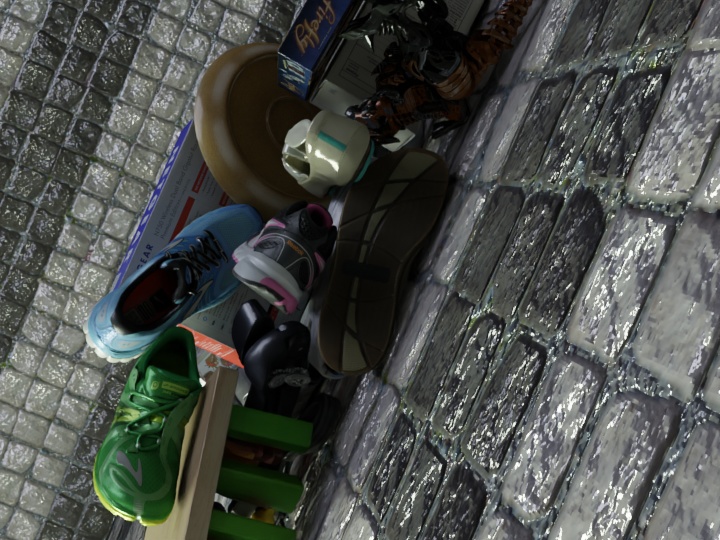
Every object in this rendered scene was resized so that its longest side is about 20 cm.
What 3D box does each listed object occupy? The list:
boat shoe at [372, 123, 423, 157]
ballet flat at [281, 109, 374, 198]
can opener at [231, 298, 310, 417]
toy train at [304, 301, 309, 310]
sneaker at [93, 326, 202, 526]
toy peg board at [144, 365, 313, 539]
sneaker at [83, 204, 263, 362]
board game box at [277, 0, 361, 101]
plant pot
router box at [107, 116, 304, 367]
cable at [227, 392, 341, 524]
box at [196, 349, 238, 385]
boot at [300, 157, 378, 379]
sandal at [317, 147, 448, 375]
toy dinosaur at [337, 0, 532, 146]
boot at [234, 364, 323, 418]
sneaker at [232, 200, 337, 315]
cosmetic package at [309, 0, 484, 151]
[{"bbox_3d":[0.031,-0.152,1.248,0.069,0.056,0.201,124,165,-46],"label":"boat shoe"},{"bbox_3d":[-0.035,-0.104,1.034,0.200,0.069,0.070,170,123,-79],"label":"ballet flat"},{"bbox_3d":[-0.079,0.104,1.088,0.200,0.063,0.079,97,155,-52],"label":"can opener"},{"bbox_3d":[-0.053,-0.016,1.319,0.114,0.086,0.201,117,175,-67],"label":"toy train"},{"bbox_3d":[-0.179,0.126,1.022,0.201,0.074,0.084,-90,18,-47],"label":"sneaker"},{"bbox_3d":[-0.121,0.217,1.046,0.199,0.097,0.201,131,152,-58],"label":"toy peg board"},{"bbox_3d":[-0.157,0.008,1.096,0.200,0.078,0.090,-44,6,-26],"label":"sneaker"},{"bbox_3d":[-0.026,-0.226,1.056,0.136,0.035,0.200,-61,4,0],"label":"board game box"},{"bbox_3d":[-0.071,-0.140,1.199,0.027,0.200,0.201,-27,38,50],"label":"plant pot"},{"bbox_3d":[-0.130,-0.023,1.195,0.049,0.179,0.201,-26,40,63],"label":"router box"},{"bbox_3d":[-0.068,0.182,1.116,0.200,0.050,0.097,-51,17,23],"label":"cable"},{"bbox_3d":[-0.135,0.089,1.393,0.200,0.039,0.042,-36,-17,-50],"label":"box"},{"bbox_3d":[0.000,0.000,1.078,0.096,0.073,0.201,-143,68,-74],"label":"boot"},{"bbox_3d":[0.016,-0.008,1.006,0.054,0.080,0.201,53,-126,-77],"label":"sandal"},{"bbox_3d":[0.061,-0.186,1.016,0.200,0.136,0.102,-38,18,14],"label":"toy dinosaur"},{"bbox_3d":[-0.079,0.112,1.262,0.132,0.070,0.200,-57,19,14],"label":"boot"},{"bbox_3d":[-0.054,-0.018,1.036,0.086,0.080,0.200,-51,10,2],"label":"sneaker"},{"bbox_3d":[0.044,-0.230,1.170,0.201,0.103,0.073,-62,9,-15],"label":"cosmetic package"}]
